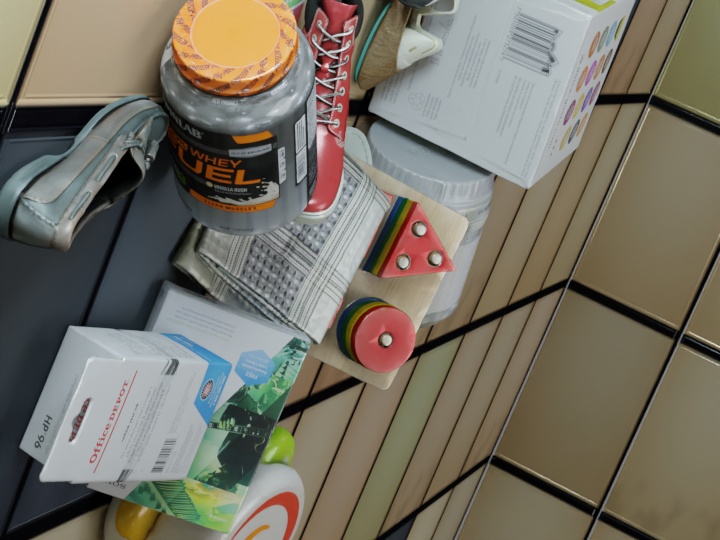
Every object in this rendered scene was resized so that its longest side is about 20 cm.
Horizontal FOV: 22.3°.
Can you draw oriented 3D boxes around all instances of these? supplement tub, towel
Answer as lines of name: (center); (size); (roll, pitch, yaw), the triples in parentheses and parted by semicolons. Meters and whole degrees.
supplement tub: (-0.095, -0.127, 1.457); (0.123, 0.122, 0.200); (-56, 162, -27)
towel: (-0.067, -0.035, 1.710); (0.193, 0.034, 0.201); (44, 71, -43)

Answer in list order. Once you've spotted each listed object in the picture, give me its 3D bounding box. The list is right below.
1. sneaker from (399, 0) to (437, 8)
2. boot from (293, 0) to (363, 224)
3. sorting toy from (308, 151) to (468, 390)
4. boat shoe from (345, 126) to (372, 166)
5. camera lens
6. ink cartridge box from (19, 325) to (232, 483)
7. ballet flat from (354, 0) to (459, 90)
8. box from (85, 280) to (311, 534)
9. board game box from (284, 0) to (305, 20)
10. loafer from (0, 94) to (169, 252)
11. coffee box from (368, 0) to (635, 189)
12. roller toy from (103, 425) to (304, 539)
sneaker: (0.068, -0.355, 1.765); (0.085, 0.074, 0.201); (18, 89, -69)
boot: (-0.036, -0.152, 1.584); (0.145, 0.072, 0.201); (113, -18, -53)
sorting toy: (0.000, 0.000, 1.848); (0.201, 0.198, 0.070); (-64, -154, -1)
boat shoe: (-0.040, -0.053, 1.893); (0.060, 0.075, 0.201); (-151, -104, -67)
camera lens: (0.053, -0.050, 2.013); (0.160, 0.159, 0.201); (-42, 153, -55)
ink cartridge box: (-0.206, 0.112, 1.532); (0.200, 0.068, 0.117); (10, 106, -60)
ballet flat: (0.061, -0.266, 1.855); (0.201, 0.072, 0.068); (-67, 164, 10)
box: (-0.149, 0.126, 1.663); (0.201, 0.144, 0.036); (-66, -163, 10)
board game box: (-0.061, -0.263, 1.542); (0.095, 0.030, 0.201); (-23, 135, -68)
loafer: (-0.191, -0.065, 1.347); (0.200, 0.063, 0.072); (-45, 156, -51)
coffee box: (0.156, -0.239, 1.976); (0.198, 0.199, 0.201); (-36, 149, -62)
roller toy: (-0.160, 0.243, 1.813); (0.200, 0.139, 0.183); (-37, 150, -39)
